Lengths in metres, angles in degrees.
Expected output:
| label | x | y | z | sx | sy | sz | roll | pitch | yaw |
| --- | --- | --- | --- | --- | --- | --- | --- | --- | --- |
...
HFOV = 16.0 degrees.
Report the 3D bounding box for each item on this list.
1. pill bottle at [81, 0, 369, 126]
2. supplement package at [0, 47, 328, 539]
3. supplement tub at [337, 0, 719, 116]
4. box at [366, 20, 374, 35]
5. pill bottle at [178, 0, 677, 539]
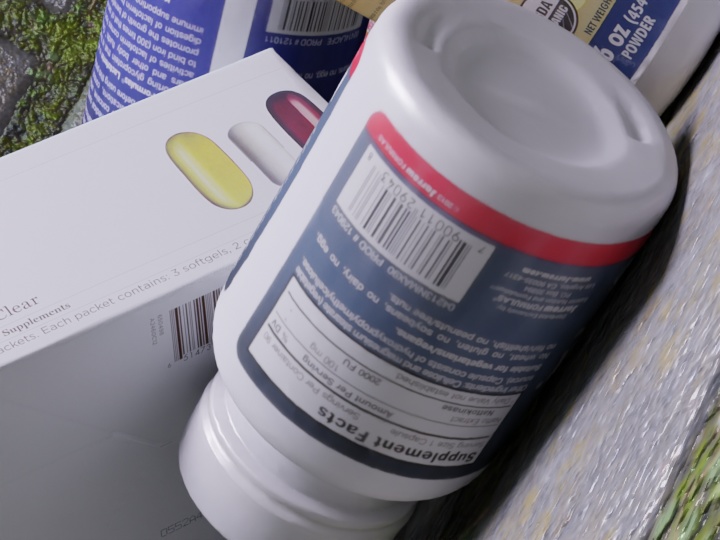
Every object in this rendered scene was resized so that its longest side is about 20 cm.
| label | x | y | z | sx | sy | sz | roll | pitch | yaw |
| --- | --- | --- | --- | --- | --- | --- | --- | --- | --- |
| pill bottle | -0.062 | -0.082 | 1.140 | 0.116 | 0.115 | 0.201 | -74 | 0 | -65 |
| supplement package | -0.088 | 0.030 | 1.035 | 0.199 | 0.111 | 0.156 | -25 | -44 | -23 |
| supplement tub | 0.049 | -0.153 | 0.986 | 0.145 | 0.199 | 0.144 | -61 | 6 | 11 |
| box | 0.043 | -0.184 | 1.401 | 0.099 | 0.095 | 0.201 | -20 | -33 | -44 |
| pill bottle | 0.015 | 0.011 | 0.919 | 0.200 | 0.119 | 0.120 | -58 | 7 | 33 |
